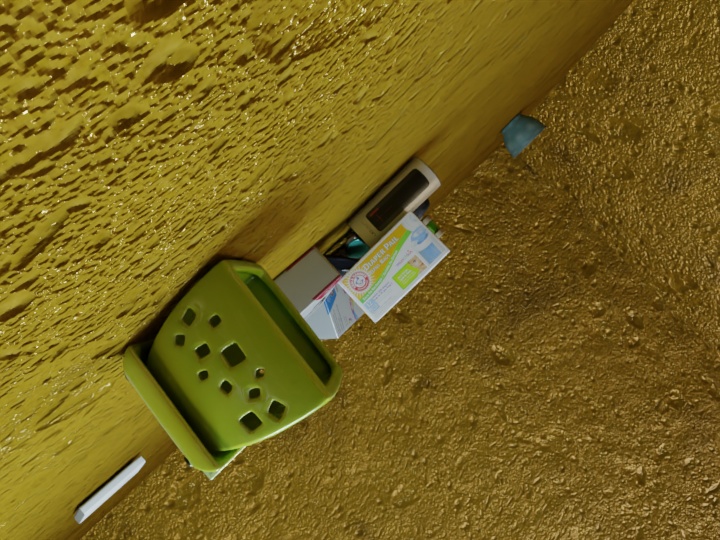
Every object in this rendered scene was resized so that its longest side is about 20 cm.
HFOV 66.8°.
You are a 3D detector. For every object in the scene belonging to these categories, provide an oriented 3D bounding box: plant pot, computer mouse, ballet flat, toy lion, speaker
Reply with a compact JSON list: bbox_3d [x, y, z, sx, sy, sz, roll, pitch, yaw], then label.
[{"bbox_3d":[0.745,-0.643,2.541,0.200,0.134,0.200,-43,177,-3],"label":"plant pot"},{"bbox_3d":[0.000,0.000,1.208,0.140,0.200,0.046,-7,106,-77],"label":"computer mouse"},{"bbox_3d":[0.002,-0.054,1.311,0.068,0.072,0.200,-12,151,9],"label":"ballet flat"},{"bbox_3d":[0.106,-0.034,1.406,0.192,0.069,0.200,-42,-176,46],"label":"toy lion"},{"bbox_3d":[0.067,-0.135,1.123,0.200,0.081,0.081,-43,177,1],"label":"speaker"},{"bbox_3d":[-0.155,0.118,0.678,0.181,0.199,0.200,-38,177,0],"label":"plant pot"}]

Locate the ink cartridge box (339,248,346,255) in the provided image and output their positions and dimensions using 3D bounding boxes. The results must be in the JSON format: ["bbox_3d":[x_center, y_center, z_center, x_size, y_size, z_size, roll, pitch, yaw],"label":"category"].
[{"bbox_3d":[0.022,-0.075,1.453,0.200,0.067,0.116,-46,177,31],"label":"ink cartridge box"}]

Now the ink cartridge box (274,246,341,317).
[{"bbox_3d":[-0.132,0.058,1.094,0.145,0.083,0.200,-44,176,-24],"label":"ink cartridge box"}]

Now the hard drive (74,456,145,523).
[{"bbox_3d":[-0.721,0.630,1.574,0.200,0.026,0.132,-40,175,-45],"label":"hard drive"}]

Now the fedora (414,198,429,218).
[{"bbox_3d":[0.094,-0.140,1.263,0.201,0.092,0.201,-44,177,-3],"label":"fedora"}]

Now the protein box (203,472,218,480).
[{"bbox_3d":[-0.395,0.421,1.504,0.199,0.200,0.135,-43,177,-13],"label":"protein box"}]

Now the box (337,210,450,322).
[{"bbox_3d":[0.064,-0.006,1.076,0.200,0.112,0.101,-45,176,2],"label":"box"}]

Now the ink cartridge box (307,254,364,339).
[{"bbox_3d":[-0.059,0.060,1.361,0.085,0.145,0.200,-6,-160,32],"label":"ink cartridge box"}]
